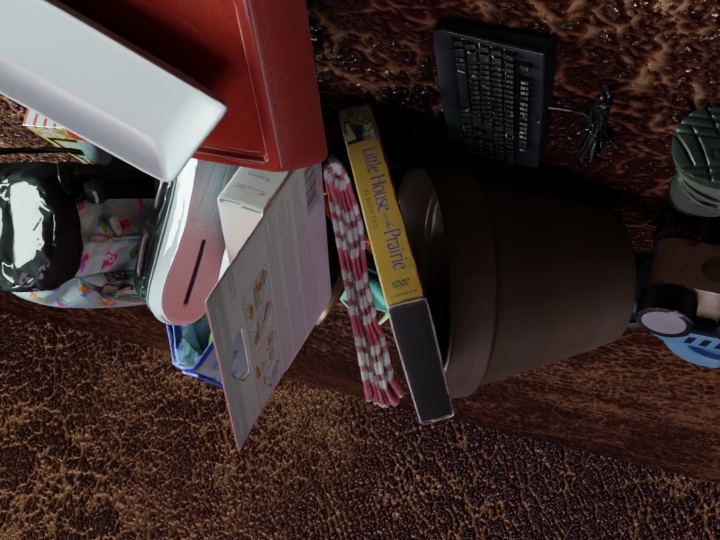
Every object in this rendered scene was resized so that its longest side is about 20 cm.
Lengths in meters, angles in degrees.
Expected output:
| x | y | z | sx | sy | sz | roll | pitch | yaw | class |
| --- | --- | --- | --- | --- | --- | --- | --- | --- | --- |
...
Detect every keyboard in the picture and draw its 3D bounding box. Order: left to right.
| x | y | z | sx | sy | sz | roll | pitch | yaw | class |
| --- | --- | --- | --- | --- | --- | --- | --- | --- | --- |
| 0.116 | -0.110 | 0.733 | 0.127 | 0.021 | 0.200 | 11 | 168 | 11 | keyboard |

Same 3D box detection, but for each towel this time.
| x | y | z | sx | sy | sz | roll | pitch | yaw | class |
| --- | --- | --- | --- | --- | --- | --- | --- | --- | --- |
| 0.000 | 0.000 | 0.884 | 0.030 | 0.201 | 0.146 | -11 | -169 | 0 | towel |

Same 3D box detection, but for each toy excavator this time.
| x | y | z | sx | sy | sz | roll | pitch | yaw | class |
| --- | --- | --- | --- | --- | --- | --- | --- | --- | --- |
| 0.332 | 0.051 | 0.929 | 0.194 | 0.100 | 0.200 | 11 | 153 | 16 | toy excavator |

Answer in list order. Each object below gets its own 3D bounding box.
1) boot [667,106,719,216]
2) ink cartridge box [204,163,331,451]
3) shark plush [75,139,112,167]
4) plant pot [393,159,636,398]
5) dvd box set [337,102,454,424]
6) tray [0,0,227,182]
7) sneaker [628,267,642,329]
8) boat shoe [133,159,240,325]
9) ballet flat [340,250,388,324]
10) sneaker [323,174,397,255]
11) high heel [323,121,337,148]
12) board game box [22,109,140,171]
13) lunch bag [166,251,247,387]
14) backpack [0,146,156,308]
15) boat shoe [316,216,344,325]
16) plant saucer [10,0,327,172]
| x | y | z | sx | sy | sz | roll | pitch | yaw | class |
| --- | --- | --- | --- | --- | --- | --- | --- | --- | --- |
| 0.305 | -0.055 | 0.712 | 0.200 | 0.068 | 0.131 | 16 | 174 | 22 | boot |
| -0.080 | 0.015 | 0.825 | 0.043 | 0.174 | 0.200 | 19 | 144 | 17 | ink cartridge box |
| -0.207 | -0.170 | 0.779 | 0.083 | 0.091 | 0.200 | -21 | 128 | 34 | shark plush |
| 0.129 | 0.006 | 0.902 | 0.173 | 0.201 | 0.200 | -1 | 170 | -11 | plant pot |
| 0.026 | -0.007 | 0.799 | 0.029 | 0.200 | 0.146 | -15 | 138 | 2 | dvd box set |
| -0.183 | -0.130 | 0.653 | 0.200 | 0.022 | 0.107 | 29 | 145 | -17 | tray |
| 0.294 | 0.033 | 1.038 | 0.083 | 0.071 | 0.199 | 0 | -179 | -41 | sneaker |
| -0.130 | -0.060 | 0.819 | 0.071 | 0.200 | 0.072 | 25 | -175 | 39 | boat shoe |
| 0.045 | 0.034 | 1.137 | 0.200 | 0.070 | 0.067 | 25 | -151 | -7 | ballet flat |
| 0.026 | -0.044 | 1.040 | 0.077 | 0.073 | 0.200 | 25 | 169 | 32 | sneaker |
| -0.052 | -0.081 | 0.925 | 0.096 | 0.068 | 0.200 | 7 | 169 | 11 | high heel |
| -0.181 | -0.107 | 0.979 | 0.151 | 0.046 | 0.200 | 7 | 166 | 25 | board game box |
| -0.137 | 0.028 | 1.178 | 0.127 | 0.201 | 0.170 | 8 | 167 | 19 | lunch bag |
| -0.225 | -0.031 | 0.895 | 0.167 | 0.127 | 0.200 | 17 | -170 | 35 | backpack |
| -0.054 | -0.018 | 1.034 | 0.072 | 0.072 | 0.200 | 27 | -155 | -17 | boat shoe |
| -0.128 | -0.136 | 0.672 | 0.199 | 0.037 | 0.200 | 10 | 146 | 11 | plant saucer |
